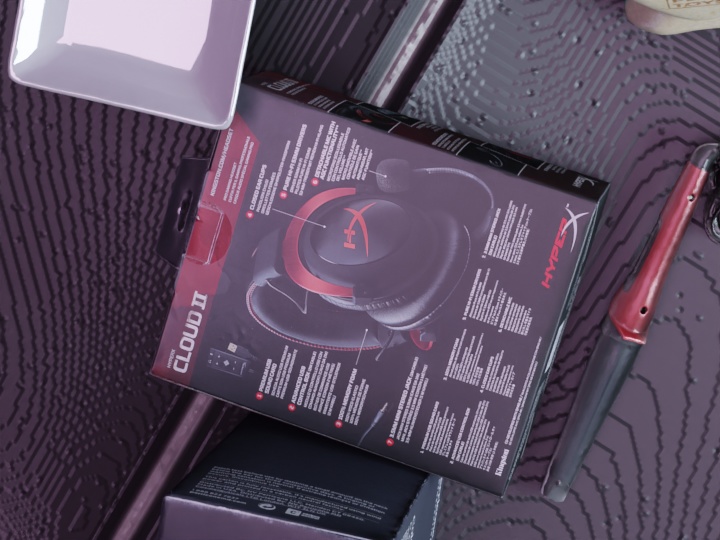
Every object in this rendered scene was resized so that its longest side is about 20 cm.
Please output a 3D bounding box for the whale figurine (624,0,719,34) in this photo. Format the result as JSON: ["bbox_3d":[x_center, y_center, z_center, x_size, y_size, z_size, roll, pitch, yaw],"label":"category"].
[{"bbox_3d":[0.141,-0.168,0.966,0.159,0.200,0.104,-6,73,13],"label":"whale figurine"}]

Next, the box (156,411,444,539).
[{"bbox_3d":[-0.035,0.185,1.050,0.104,0.182,0.201,11,100,9],"label":"box"}]

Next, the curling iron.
[{"bbox_3d":[0.137,0.026,1.070,0.049,0.026,0.200,32,104,8],"label":"curling iron"}]

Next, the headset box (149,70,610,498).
[{"bbox_3d":[0.000,0.000,1.068,0.199,0.075,0.149,18,102,7],"label":"headset box"}]

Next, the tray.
[{"bbox_3d":[-0.088,-0.171,1.001,0.107,0.022,0.201,14,101,9],"label":"tray"}]
